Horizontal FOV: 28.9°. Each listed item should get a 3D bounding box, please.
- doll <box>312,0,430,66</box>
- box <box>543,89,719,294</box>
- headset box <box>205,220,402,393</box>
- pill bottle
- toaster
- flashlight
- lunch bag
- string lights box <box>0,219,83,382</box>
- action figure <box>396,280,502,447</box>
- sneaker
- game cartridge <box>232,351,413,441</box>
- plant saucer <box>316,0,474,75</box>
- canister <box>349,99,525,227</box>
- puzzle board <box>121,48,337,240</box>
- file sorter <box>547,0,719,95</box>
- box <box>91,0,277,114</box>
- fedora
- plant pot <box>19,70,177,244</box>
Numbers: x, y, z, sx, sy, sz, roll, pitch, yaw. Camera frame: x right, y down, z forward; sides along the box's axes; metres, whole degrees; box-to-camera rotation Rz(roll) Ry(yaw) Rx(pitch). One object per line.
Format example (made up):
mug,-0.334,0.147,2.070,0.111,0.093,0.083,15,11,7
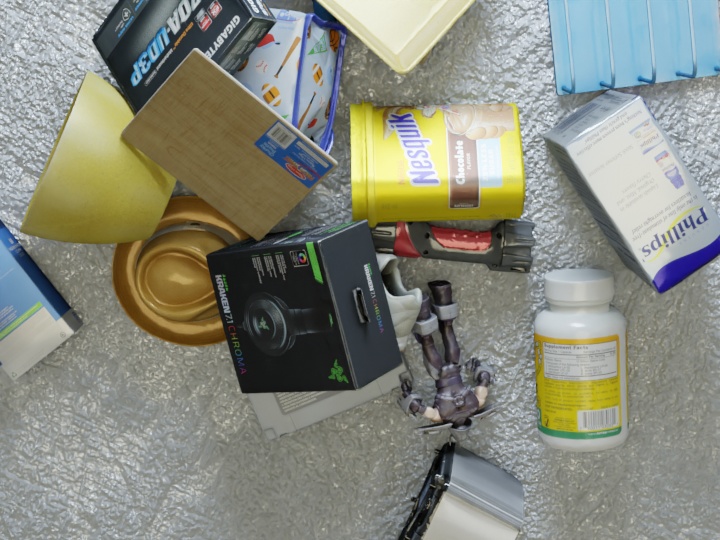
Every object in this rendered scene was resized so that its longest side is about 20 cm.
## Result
doll,0.000,-0.314,1.637,0.199,0.048,0.137,28,85,-2
box,0.314,-0.095,1.601,0.104,0.184,0.201,-33,98,5
headset box,-0.060,0.045,1.598,0.199,0.092,0.176,-5,103,41
pill bottle,0.263,0.104,1.672,0.111,0.113,0.203,-3,100,2
toaster,0.109,0.322,1.673,0.118,0.200,0.182,25,99,2
flashlight,0.109,-0.044,1.678,0.197,0.068,0.069,4,68,-1
lunch bag,-0.117,-0.196,1.607,0.168,0.124,0.203,9,94,26
string lights box,-0.443,0.023,1.707,0.102,0.059,0.201,-36,97,7
action figure,0.103,0.118,1.691,0.129,0.069,0.202,-17,100,-27
sneaker,0.000,0.000,1.651,0.200,0.075,0.092,43,120,20
game cartridge,-0.049,0.114,1.724,0.198,0.042,0.134,-22,94,5
plant saucer,0.034,-0.345,1.599,0.200,0.048,0.200,42,74,2
canister,0.087,-0.126,1.629,0.197,0.087,0.150,-2,60,0
puzzle board,-0.144,-0.136,1.534,0.199,0.017,0.151,37,126,-17
file sorter,0.321,-0.281,1.599,0.197,0.123,0.141,-7,99,3
box,-0.200,-0.268,1.554,0.200,0.046,0.160,-45,67,30
fedora,-0.207,0.007,1.684,0.198,0.082,0.203,0,101,1
plant pot,-0.292,-0.110,1.622,0.141,0.200,0.202,24,100,-14
